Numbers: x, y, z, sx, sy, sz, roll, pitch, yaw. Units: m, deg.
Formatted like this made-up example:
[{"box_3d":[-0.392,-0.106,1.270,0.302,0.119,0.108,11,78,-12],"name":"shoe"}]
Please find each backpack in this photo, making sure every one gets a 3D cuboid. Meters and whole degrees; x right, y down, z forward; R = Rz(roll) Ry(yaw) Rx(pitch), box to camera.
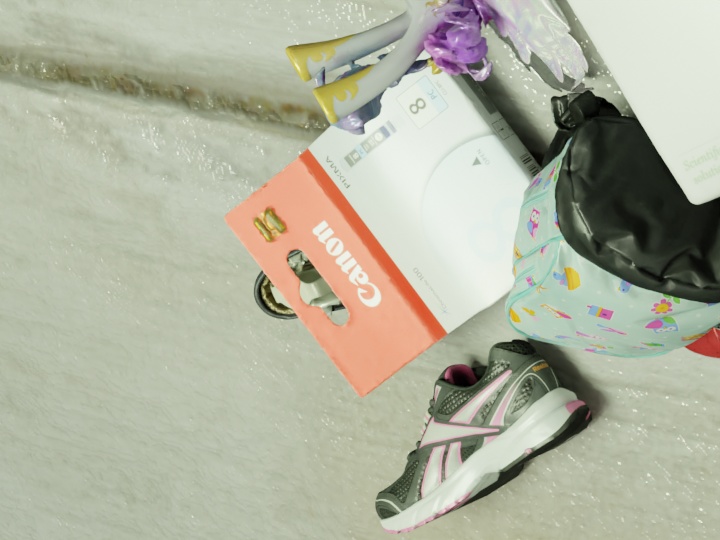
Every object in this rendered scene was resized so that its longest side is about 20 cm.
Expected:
[{"box_3d":[0.160,-0.020,1.712,0.167,0.127,0.200,23,165,-9],"name":"backpack"}]

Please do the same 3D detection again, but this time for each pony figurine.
[{"box_3d":[0.049,-0.170,1.725,0.193,0.200,0.167,60,178,1],"name":"pony figurine"}]

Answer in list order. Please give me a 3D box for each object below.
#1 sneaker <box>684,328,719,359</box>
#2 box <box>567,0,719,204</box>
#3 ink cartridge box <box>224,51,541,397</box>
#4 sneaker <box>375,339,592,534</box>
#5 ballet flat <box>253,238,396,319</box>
[{"box_3d":[0.251,0.038,1.725,0.200,0.112,0.071,-9,109,44],"name":"sneaker"},{"box_3d":[0.241,-0.181,1.555,0.199,0.171,0.200,-26,97,47],"name":"box"},{"box_3d":[0.023,-0.030,1.868,0.200,0.047,0.160,-38,89,18],"name":"ink cartridge box"},{"box_3d":[0.076,0.110,1.962,0.200,0.080,0.086,-38,76,39],"name":"sneaker"},{"box_3d":[0.000,0.000,1.951,0.200,0.073,0.073,-11,108,44],"name":"ballet flat"}]
